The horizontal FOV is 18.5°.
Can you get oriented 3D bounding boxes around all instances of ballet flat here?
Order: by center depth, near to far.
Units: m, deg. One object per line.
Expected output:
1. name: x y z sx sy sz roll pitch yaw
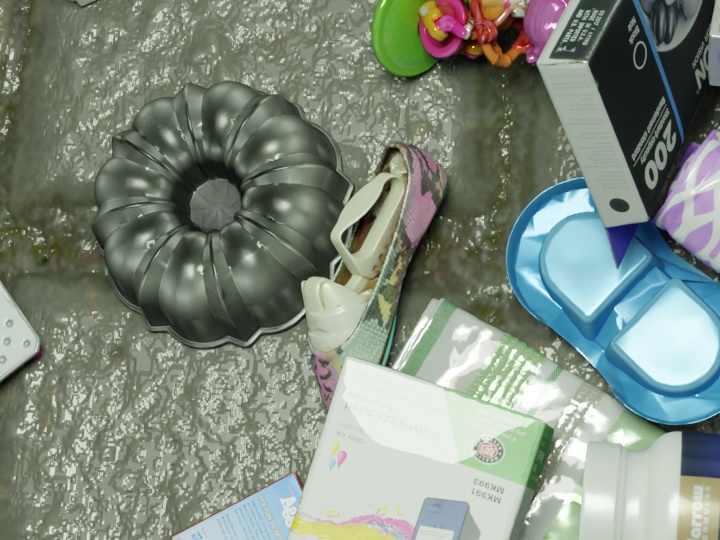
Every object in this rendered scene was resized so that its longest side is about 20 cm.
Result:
1. ballet flat: 0.000 0.000 1.576 0.069 0.071 0.202 10 74 49

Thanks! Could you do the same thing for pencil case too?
1. pencil case: 0.294 -0.013 1.497 0.199 0.086 0.084 37 124 5

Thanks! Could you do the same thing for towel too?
1. towel: 0.098 0.126 1.547 0.199 0.031 0.150 30 84 17

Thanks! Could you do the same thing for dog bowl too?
1. dog bowl: 0.190 0.026 1.545 0.111 0.050 0.200 -45 71 -3

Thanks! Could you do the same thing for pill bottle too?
1. pill bottle: 0.243 0.166 1.454 0.198 0.116 0.117 3 76 8

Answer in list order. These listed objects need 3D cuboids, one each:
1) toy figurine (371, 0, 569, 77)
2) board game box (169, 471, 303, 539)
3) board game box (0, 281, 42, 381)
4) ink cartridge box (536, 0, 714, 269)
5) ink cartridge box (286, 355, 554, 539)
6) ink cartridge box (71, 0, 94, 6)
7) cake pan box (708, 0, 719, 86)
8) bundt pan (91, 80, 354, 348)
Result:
1. toy figurine: 0.112 -0.204 1.545 0.184 0.149 0.202 30 104 44
2. board game box: -0.048 0.253 1.548 0.102 0.019 0.201 -27 71 4
3. board game box: -0.365 0.044 1.666 0.199 0.026 0.200 -38 71 0
4. ink cartridge box: 0.196 -0.136 1.478 0.043 0.201 0.199 8 54 31
5. ink cartridge box: 0.031 0.176 1.489 0.144 0.088 0.202 19 87 10
6. ink cartridge box: -0.163 -0.315 1.690 0.199 0.086 0.149 -25 72 3
7. cake pan box: 0.329 -0.193 1.457 0.198 0.053 0.185 7 50 14
8. bundt pan: -0.107 -0.048 1.613 0.200 0.076 0.204 -3 75 11
